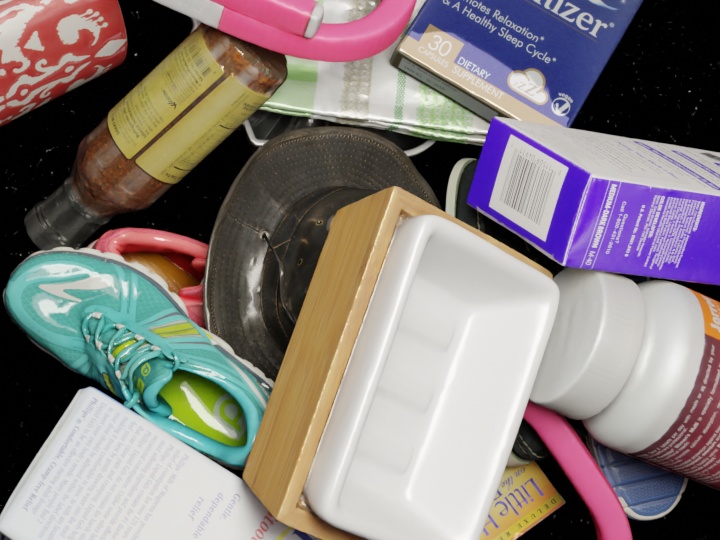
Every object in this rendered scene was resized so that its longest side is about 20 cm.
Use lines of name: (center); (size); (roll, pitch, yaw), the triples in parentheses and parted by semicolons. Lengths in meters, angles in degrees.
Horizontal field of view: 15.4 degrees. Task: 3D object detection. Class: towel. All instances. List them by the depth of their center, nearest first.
towel: (0.033, -0.156, 1.715); (0.200, 0.031, 0.149); (8, 72, -5)

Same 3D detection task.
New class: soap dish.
soap dish: (0.023, 0.067, 1.543); (0.157, 0.081, 0.200); (27, 80, -46)

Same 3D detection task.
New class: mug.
mug: (-0.270, -0.161, 1.689); (0.200, 0.133, 0.178); (-25, 83, -18)

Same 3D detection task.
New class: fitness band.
fitness band: (-0.060, -0.200, 1.641); (0.200, 0.037, 0.144); (24, 42, 1)
fitness band: (0.082, 0.152, 1.650); (0.144, 0.037, 0.200); (-34, 103, 2)

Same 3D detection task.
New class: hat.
hat: (0.000, 0.000, 1.632); (0.200, 0.081, 0.201); (7, 77, -32)

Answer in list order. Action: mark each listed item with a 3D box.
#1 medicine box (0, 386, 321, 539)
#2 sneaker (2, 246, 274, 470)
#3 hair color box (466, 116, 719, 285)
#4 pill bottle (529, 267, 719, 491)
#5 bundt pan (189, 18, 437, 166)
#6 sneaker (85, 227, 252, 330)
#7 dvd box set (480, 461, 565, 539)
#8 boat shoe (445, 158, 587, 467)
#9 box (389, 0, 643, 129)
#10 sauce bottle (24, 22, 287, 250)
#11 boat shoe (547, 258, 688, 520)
medicine box: (-0.113, 0.178, 1.597); (0.200, 0.182, 0.103); (32, 73, -1)
sneaker: (-0.124, 0.051, 1.570); (0.200, 0.080, 0.078); (32, 97, 8)
hair color box: (0.179, -0.039, 1.645); (0.200, 0.109, 0.065); (5, 109, -34)
pill bottle: (0.203, 0.071, 1.636); (0.200, 0.110, 0.110); (22, 72, -25)
bundt pan: (-0.020, -0.152, 1.754); (0.202, 0.076, 0.202); (2, 76, -10)
sneaker: (-0.083, 0.028, 1.661); (0.200, 0.087, 0.074); (21, 72, -3)
dvd box set: (0.016, 0.112, 1.715); (0.146, 0.029, 0.200); (-35, 83, -16)
boat shoe: (0.104, 0.022, 1.690); (0.074, 0.066, 0.200); (6, 74, -54)
box: (0.120, -0.186, 1.704); (0.121, 0.032, 0.200); (30, 71, 2)
sauce bottle: (-0.133, -0.083, 1.676); (0.200, 0.066, 0.066); (-39, 83, 22)
boat shoe: (0.166, 0.065, 1.730); (0.072, 0.072, 0.200); (-6, 81, -17)
